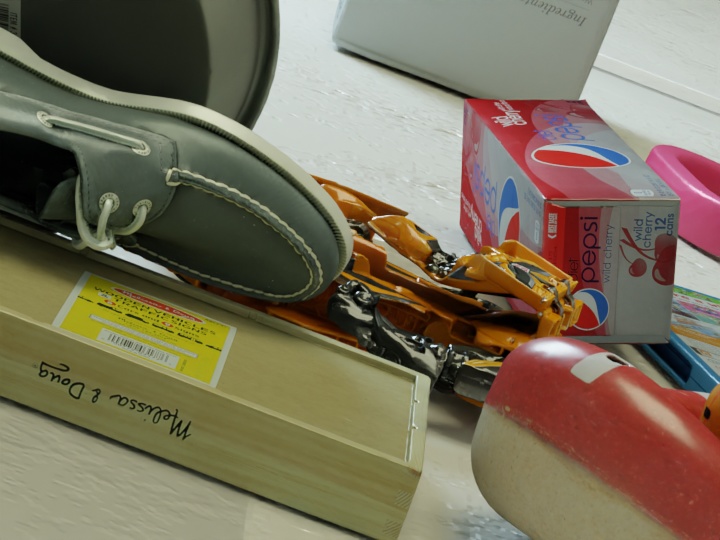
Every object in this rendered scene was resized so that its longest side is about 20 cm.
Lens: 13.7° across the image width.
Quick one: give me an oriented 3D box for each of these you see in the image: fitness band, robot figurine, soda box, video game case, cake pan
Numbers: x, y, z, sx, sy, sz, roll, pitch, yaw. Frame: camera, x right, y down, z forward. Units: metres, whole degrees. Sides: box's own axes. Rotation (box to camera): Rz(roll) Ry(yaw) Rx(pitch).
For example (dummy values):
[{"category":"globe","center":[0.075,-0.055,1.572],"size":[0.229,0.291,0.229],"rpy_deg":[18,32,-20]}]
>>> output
[{"category":"fitness band","center":[0.239,-0.029,1.747],"size":[0.143,0.037,0.200],"rpy_deg":[18,11,-14]},{"category":"robot figurine","center":[0.000,0.000,1.162],"size":[0.200,0.058,0.145],"rpy_deg":[23,11,9]},{"category":"soda box","center":[0.093,-0.027,1.384],"size":[0.063,0.070,0.200],"rpy_deg":[0,15,-9]},{"category":"video game case","center":[0.196,0.051,1.375],"size":[0.143,0.018,0.200],"rpy_deg":[16,13,-19]},{"category":"cake pan","center":[-0.128,-0.096,1.071],"size":[0.200,0.201,0.037],"rpy_deg":[22,36,5]}]

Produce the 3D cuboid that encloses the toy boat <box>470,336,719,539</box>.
[{"category":"toy boat","center":[0.135,0.051,1.003],"size":[0.200,0.131,0.130],"rpy_deg":[10,16,-44]}]

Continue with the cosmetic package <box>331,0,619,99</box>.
[{"category":"cosmetic package","center":[0.092,-0.221,1.943],"size":[0.165,0.200,0.165],"rpy_deg":[21,12,-3]}]

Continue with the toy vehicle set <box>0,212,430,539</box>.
[{"category":"toy vehicle set","center":[-0.074,0.027,1.000],"size":[0.200,0.027,0.124],"rpy_deg":[21,12,-1]}]

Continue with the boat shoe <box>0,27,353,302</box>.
[{"category":"boat shoe","center":[-0.099,-0.029,1.032],"size":[0.200,0.073,0.062],"rpy_deg":[26,47,-11]}]
